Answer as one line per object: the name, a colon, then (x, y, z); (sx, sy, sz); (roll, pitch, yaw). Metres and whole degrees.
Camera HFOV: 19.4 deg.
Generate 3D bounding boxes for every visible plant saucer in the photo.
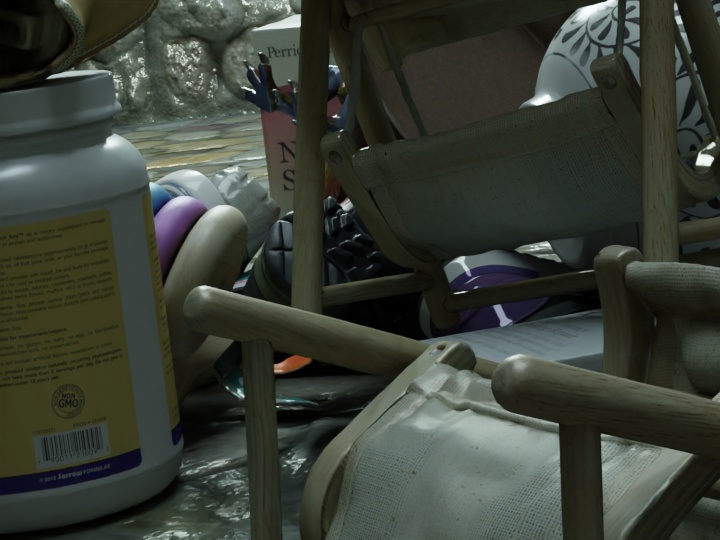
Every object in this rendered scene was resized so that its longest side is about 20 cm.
plant saucer: (0.069, -0.100, 1.160); (0.200, 0.200, 0.034); (-15, -18, -44)

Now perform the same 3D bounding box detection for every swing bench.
swing bench: (0.077, 0.068, 0.689); (0.200, 0.130, 0.199); (-6, 7, -31)
swing bench: (0.065, -0.077, 0.950); (0.199, 0.200, 0.130); (-10, -1, 36)

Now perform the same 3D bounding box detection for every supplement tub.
supplement tub: (-0.166, 0.012, 1.004); (0.145, 0.200, 0.145); (-6, 9, 1)

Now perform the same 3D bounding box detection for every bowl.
bowl: (0.137, -0.055, 1.057); (0.094, 0.201, 0.201); (-19, 12, -11)

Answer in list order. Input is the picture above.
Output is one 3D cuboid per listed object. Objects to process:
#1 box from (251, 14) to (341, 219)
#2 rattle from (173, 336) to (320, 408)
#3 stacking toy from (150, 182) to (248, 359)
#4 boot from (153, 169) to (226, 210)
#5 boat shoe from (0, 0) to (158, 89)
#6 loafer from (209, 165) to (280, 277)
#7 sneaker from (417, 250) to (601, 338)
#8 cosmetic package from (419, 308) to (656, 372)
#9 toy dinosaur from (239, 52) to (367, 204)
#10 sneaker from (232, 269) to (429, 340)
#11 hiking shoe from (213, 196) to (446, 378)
box: (0.011, -0.070, 1.381); (0.128, 0.200, 0.109); (-4, 10, 14)
rattle: (-0.125, 0.067, 1.179); (0.200, 0.143, 0.130); (6, 37, -19)
stacking toy: (-0.164, -0.028, 1.108); (0.200, 0.085, 0.085); (23, 14, 7)
boot: (-0.146, 0.014, 1.232); (0.090, 0.073, 0.200); (-30, -10, -35)
boat shoe: (-0.150, -0.109, 0.948); (0.076, 0.072, 0.200); (18, 29, 34)
loafer: (-0.107, -0.002, 1.330); (0.070, 0.070, 0.200); (-44, -6, -26)
sneaker: (0.131, 0.038, 1.119); (0.200, 0.076, 0.088); (-4, 35, -34)
cosmetic package: (0.130, 0.054, 0.937); (0.200, 0.074, 0.102); (-11, 9, -19)
toy dinosaur: (0.023, -0.122, 1.258); (0.181, 0.200, 0.105); (-15, 14, -31)
sneaker: (0.014, 0.013, 1.266); (0.200, 0.084, 0.121); (-4, 19, 20)
hiking shoe: (0.000, 0.000, 1.127); (0.200, 0.076, 0.101); (-15, -27, -49)
